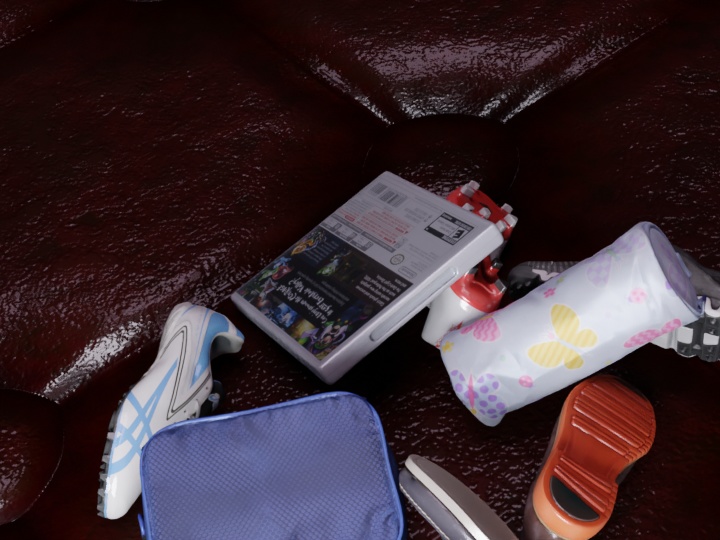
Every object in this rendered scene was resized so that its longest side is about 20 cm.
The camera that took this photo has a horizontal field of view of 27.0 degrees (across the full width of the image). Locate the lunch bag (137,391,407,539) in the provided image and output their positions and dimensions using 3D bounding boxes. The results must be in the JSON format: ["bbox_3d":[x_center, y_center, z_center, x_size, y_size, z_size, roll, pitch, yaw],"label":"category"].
[{"bbox_3d":[-0.066,0.183,1.069,0.200,0.132,0.136,-10,60,0],"label":"lunch bag"}]

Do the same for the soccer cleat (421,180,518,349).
[{"bbox_3d":[0.086,-0.007,1.273,0.069,0.085,0.200,33,28,-13],"label":"soccer cleat"}]

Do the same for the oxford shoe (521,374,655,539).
[{"bbox_3d":[0.161,0.144,1.106,0.071,0.073,0.200,35,36,9],"label":"oxford shoe"}]

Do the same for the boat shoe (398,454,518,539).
[{"bbox_3d":[0.087,0.211,1.006,0.063,0.073,0.200,-45,84,10],"label":"boat shoe"}]

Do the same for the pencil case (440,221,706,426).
[{"bbox_3d":[0.159,0.041,1.145,0.200,0.083,0.091,-31,7,18],"label":"pencil case"}]

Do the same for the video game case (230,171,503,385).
[{"bbox_3d":[0.000,0.000,1.239,0.182,0.023,0.200,-39,28,-10],"label":"video game case"}]

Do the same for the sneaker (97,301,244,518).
[{"bbox_3d":[-0.153,0.112,1.200,0.072,0.072,0.200,22,57,4],"label":"sneaker"}]

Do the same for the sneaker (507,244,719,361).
[{"bbox_3d":[0.222,0.016,1.226,0.200,0.067,0.091,11,46,16],"label":"sneaker"}]
